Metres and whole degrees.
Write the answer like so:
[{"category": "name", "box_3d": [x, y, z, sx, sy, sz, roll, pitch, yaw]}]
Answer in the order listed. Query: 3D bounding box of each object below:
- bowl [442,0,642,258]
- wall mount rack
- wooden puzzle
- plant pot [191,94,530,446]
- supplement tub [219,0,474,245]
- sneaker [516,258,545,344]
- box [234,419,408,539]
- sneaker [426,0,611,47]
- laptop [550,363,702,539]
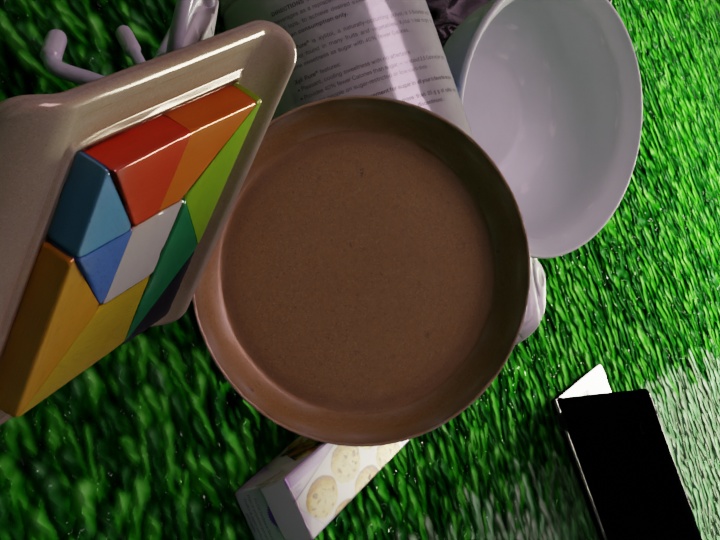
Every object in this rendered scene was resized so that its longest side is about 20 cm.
[{"category": "bowl", "box_3d": [0.113, -0.114, 0.976, 0.200, 0.090, 0.204, -7, 101, -39]}, {"category": "wall mount rack", "box_3d": [-0.112, -0.107, 0.670, 0.074, 0.201, 0.175, 17, 47, -2]}, {"category": "wooden puzzle", "box_3d": [-0.109, -0.013, 0.588, 0.037, 0.186, 0.200, 35, 30, 14]}, {"category": "plant pot", "box_3d": [0.000, 0.000, 0.769, 0.027, 0.198, 0.202, 165, -96, -84]}, {"category": "supplement tub", "box_3d": [-0.004, -0.112, 0.852, 0.132, 0.131, 0.202, -18, 89, -60]}, {"category": "sneaker", "box_3d": [0.098, -0.045, 1.040, 0.099, 0.077, 0.202, 32, 46, -42]}, {"category": "box", "box_3d": [-0.007, 0.107, 0.809, 0.200, 0.038, 0.042, -33, 101, -60]}, {"category": "sneaker", "box_3d": [0.098, -0.210, 1.055, 0.114, 0.197, 0.077, -166, -119, -73]}, {"category": "laptop", "box_3d": [0.250, 0.177, 1.117, 0.200, 0.115, 0.189, -21, 91, -60]}]
